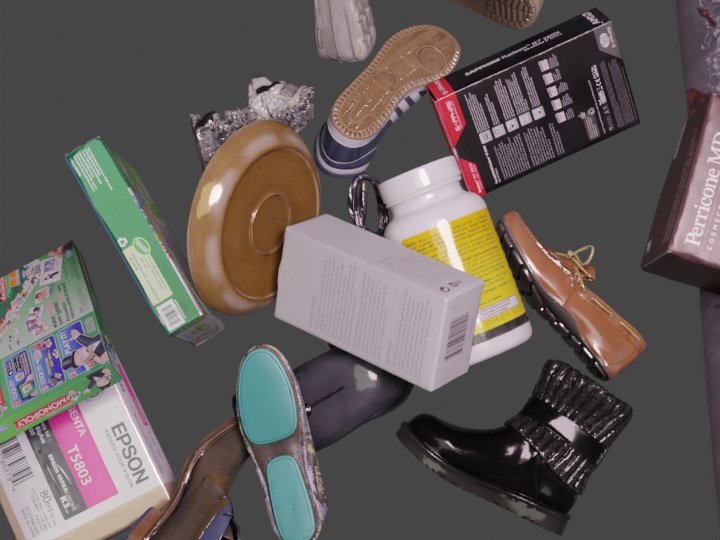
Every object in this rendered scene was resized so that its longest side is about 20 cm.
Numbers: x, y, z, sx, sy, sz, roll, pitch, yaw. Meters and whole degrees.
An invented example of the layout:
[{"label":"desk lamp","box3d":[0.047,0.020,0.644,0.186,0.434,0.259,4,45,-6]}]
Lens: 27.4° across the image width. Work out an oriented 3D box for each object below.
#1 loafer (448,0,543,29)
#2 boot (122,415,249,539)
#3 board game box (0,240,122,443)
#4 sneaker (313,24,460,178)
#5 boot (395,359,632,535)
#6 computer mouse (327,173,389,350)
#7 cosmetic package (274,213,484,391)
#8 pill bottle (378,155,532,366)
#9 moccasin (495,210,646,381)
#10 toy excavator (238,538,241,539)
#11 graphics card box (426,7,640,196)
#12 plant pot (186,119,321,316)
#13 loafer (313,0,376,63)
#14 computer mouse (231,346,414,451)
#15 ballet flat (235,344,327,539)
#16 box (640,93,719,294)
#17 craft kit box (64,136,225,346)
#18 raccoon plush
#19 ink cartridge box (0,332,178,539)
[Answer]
[{"label":"loafer","box3d":[0.112,-0.323,1.560,0.199,0.076,0.068,34,48,13]},{"label":"boot","box3d":[-0.139,0.235,1.457,0.096,0.075,0.200,26,64,29]},{"label":"board game box","box3d":[-0.326,0.067,1.492,0.134,0.029,0.201,-28,44,0]},{"label":"sneaker","box3d":[0.023,-0.175,1.554,0.070,0.109,0.200,41,57,7]},{"label":"boot","box3d":[0.157,0.156,1.505,0.210,0.079,0.159,27,93,-7]},{"label":"computer mouse","box3d":[0.000,0.000,1.543,0.058,0.034,0.202,7,89,17]},{"label":"cosmetic package","box3d":[0.016,0.028,1.448,0.199,0.071,0.102,24,118,30]},{"label":"pill bottle","box3d":[0.091,-0.008,1.499,0.111,0.112,0.202,-20,91,-1]},{"label":"moccasin","box3d":[0.216,0.017,1.523,0.078,0.074,0.202,-40,82,-12]},{"label":"toy excavator","box3d":[-0.214,0.328,1.503,0.199,0.100,0.195,34,84,17]},{"label":"graphics card box","box3d":[0.179,-0.172,1.523,0.198,0.051,0.126,-25,119,0]},{"label":"plant pot","box3d":[-0.098,-0.049,1.479,0.027,0.200,0.202,17,84,33]},{"label":"loafer","box3d":[-0.037,-0.308,1.525,0.069,0.070,0.202,-2,118,19]},{"label":"computer mouse","box3d":[-0.032,0.137,1.504,0.199,0.053,0.139,-36,81,13]},{"label":"ballet flat","box3d":[-0.078,0.172,1.468,0.071,0.072,0.203,-13,89,0]},{"label":"box","box3d":[0.408,-0.057,1.477,0.198,0.164,0.168,17,85,3]},{"label":"craft kit box","box3d":[-0.210,-0.023,1.475,0.048,0.198,0.201,-30,85,-4]},{"label":"raccoon plush","box3d":[-0.096,-0.103,1.543,0.133,0.097,0.202,-14,96,-8]},{"label":"ink cartridge box","box3d":[-0.298,0.185,1.519,0.164,0.075,0.201,-27,84,0]}]
